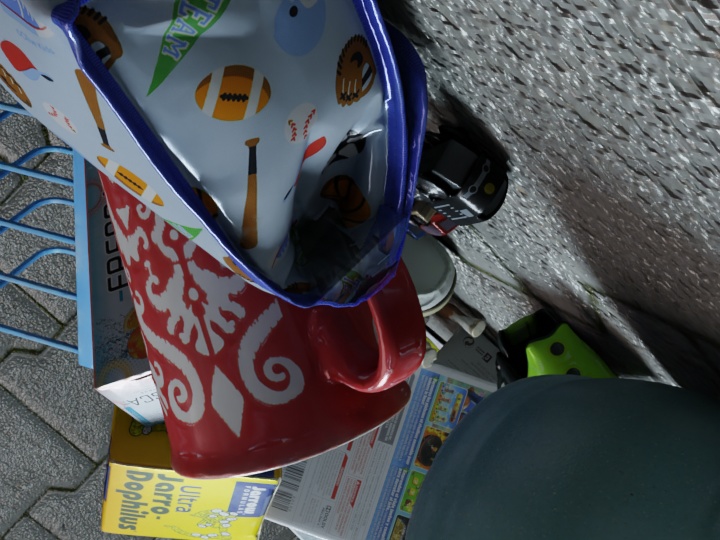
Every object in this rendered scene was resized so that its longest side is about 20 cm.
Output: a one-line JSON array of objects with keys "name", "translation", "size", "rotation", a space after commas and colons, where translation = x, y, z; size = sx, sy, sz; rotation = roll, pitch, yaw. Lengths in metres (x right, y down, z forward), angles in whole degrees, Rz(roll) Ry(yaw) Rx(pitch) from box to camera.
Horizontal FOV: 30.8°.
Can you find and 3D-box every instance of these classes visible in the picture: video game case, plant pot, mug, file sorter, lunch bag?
[{"name": "video game case", "translation": [0.039, 0.136, 0.916], "size": [0.199, 0.144, 0.018], "rotation": [19, -178, 6]}, {"name": "plant pot", "translation": [0.133, 0.137, 0.527], "size": [0.134, 0.201, 0.200], "rotation": [-11, 130, 49]}, {"name": "mug", "translation": [-0.046, -0.013, 0.682], "size": [0.133, 0.177, 0.201], "rotation": [-34, -71, -65]}, {"name": "file sorter", "translation": [-0.219, -0.058, 0.979], "size": [0.122, 0.139, 0.201], "rotation": [14, 121, 14]}, {"name": "lunch bag", "translation": [-0.070, -0.087, 0.497], "size": [0.170, 0.124, 0.200], "rotation": [37, 164, 38]}]

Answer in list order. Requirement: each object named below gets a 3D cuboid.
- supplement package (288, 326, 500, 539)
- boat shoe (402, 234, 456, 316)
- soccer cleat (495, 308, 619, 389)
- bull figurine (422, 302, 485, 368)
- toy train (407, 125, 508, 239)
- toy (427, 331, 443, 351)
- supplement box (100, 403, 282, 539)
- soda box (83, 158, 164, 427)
[{"name": "supplement package", "translation": [0.067, 0.170, 1.006], "size": [0.152, 0.200, 0.151], "rotation": [43, 174, 8]}, {"name": "boat shoe", "translation": [-0.031, -0.040, 0.771], "size": [0.200, 0.075, 0.068], "rotation": [29, 152, 6]}, {"name": "soccer cleat", "translation": [0.105, 0.063, 0.730], "size": [0.081, 0.067, 0.200], "rotation": [61, 173, 2]}, {"name": "bull figurine", "translation": [0.000, 0.000, 0.874], "size": [0.121, 0.065, 0.200], "rotation": [37, -178, 34]}, {"name": "toy train", "translation": [0.031, -0.037, 0.618], "size": [0.046, 0.034, 0.200], "rotation": [33, 175, -8]}, {"name": "toy", "translation": [0.020, 0.057, 1.259], "size": [0.200, 0.047, 0.115], "rotation": [41, 175, 27]}, {"name": "supplement box", "translation": [-0.111, 0.071, 0.895], "size": [0.109, 0.201, 0.109], "rotation": [7, 145, -10]}, {"name": "soda box", "translation": [-0.129, -0.009, 0.823], "size": [0.068, 0.063, 0.201], "rotation": [52, -156, -55]}]
